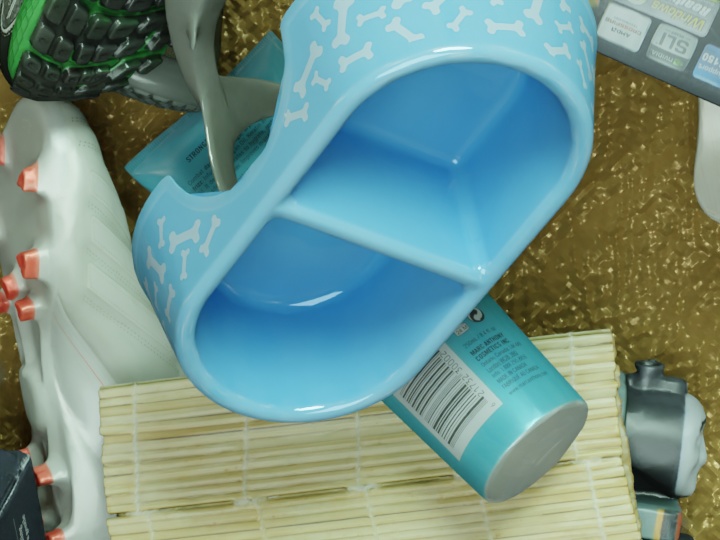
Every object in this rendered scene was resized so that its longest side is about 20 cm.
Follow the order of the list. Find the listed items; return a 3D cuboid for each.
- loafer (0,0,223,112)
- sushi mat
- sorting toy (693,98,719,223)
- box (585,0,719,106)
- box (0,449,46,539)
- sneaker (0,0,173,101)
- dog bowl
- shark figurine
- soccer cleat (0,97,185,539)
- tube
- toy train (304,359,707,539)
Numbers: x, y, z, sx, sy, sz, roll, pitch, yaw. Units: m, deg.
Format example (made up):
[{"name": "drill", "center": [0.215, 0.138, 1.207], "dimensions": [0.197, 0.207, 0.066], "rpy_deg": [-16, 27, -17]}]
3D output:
[{"name": "loafer", "center": [-0.139, -0.124, 1.111], "dimensions": [0.200, 0.075, 0.070], "rpy_deg": [23, 87, -11]}, {"name": "sushi mat", "center": [0.004, 0.079, 1.111], "dimensions": [0.200, 0.012, 0.096], "rpy_deg": [-7, 87, -1]}, {"name": "sorting toy", "center": [0.197, -0.089, 1.075], "dimensions": [0.180, 0.107, 0.200], "rpy_deg": [-10, 108, 16]}, {"name": "box", "center": [0.171, -0.122, 0.982], "dimensions": [0.200, 0.049, 0.161], "rpy_deg": [25, 116, 0]}, {"name": "box", "center": [-0.190, 0.194, 1.124], "dimensions": [0.104, 0.182, 0.200], "rpy_deg": [6, 128, 14]}, {"name": "sneaker", "center": [-0.086, -0.155, 1.053], "dimensions": [0.085, 0.078, 0.200], "rpy_deg": [29, 103, 37]}, {"name": "dog bowl", "center": [0.003, -0.024, 0.994], "dimensions": [0.111, 0.050, 0.200], "rpy_deg": [20, 127, -28]}, {"name": "shark figurine", "center": [-0.027, -0.110, 0.998], "dimensions": [0.128, 0.090, 0.215], "rpy_deg": [20, 122, -25]}, {"name": "soccer cleat", "center": [-0.100, 0.022, 1.153], "dimensions": [0.078, 0.069, 0.200], "rpy_deg": [-14, 114, -23]}, {"name": "tube", "center": [0.000, 0.000, 1.101], "dimensions": [0.077, 0.050, 0.200], "rpy_deg": [-42, 68, -5]}, {"name": "toy train", "center": [0.038, 0.079, 1.154], "dimensions": [0.200, 0.085, 0.114], "rpy_deg": [9, 100, 2]}]
